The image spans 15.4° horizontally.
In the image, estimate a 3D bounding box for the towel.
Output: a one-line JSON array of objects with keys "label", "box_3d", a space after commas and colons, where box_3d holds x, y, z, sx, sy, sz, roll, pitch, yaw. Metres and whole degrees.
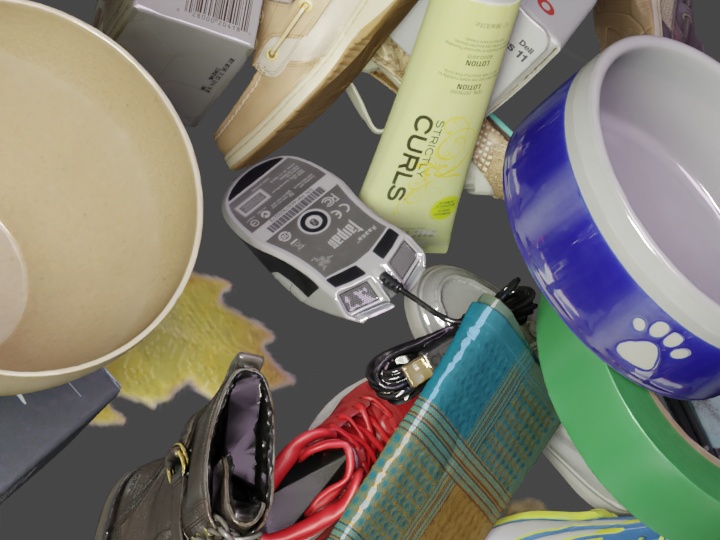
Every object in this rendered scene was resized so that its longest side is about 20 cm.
[{"label": "towel", "box_3d": [0.041, 0.124, 1.492, 0.022, 0.147, 0.200, 26, 74, 31]}]

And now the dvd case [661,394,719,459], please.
[{"label": "dvd case", "box_3d": [0.217, 0.029, 1.657, 0.146, 0.022, 0.200, -4, 65, -48]}]

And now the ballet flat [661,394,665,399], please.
[{"label": "ballet flat", "box_3d": [0.191, 0.054, 1.668, 0.200, 0.046, 0.067, 49, 36, -6]}]

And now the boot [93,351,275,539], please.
[{"label": "boot", "box_3d": [-0.096, 0.158, 1.407, 0.069, 0.174, 0.200, 12, 65, -21]}]

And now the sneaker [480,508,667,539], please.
[{"label": "sneaker", "box_3d": [0.160, 0.166, 1.565, 0.200, 0.105, 0.076, 0, 69, -26]}]

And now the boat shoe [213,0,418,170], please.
[{"label": "boat shoe", "box_3d": [-0.027, -0.145, 1.569, 0.069, 0.200, 0.074, 45, 23, 6]}]

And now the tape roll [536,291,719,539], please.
[{"label": "tape roll", "box_3d": [0.191, 0.066, 1.544, 0.200, 0.048, 0.201, 26, 45, -29]}]

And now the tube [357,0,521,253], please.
[{"label": "tube", "box_3d": [0.046, -0.088, 1.578, 0.058, 0.200, 0.052, 24, 34, 8]}]

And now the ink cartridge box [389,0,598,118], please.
[{"label": "ink cartridge box", "box_3d": [0.079, -0.201, 1.653, 0.147, 0.083, 0.200, 44, 35, -3]}]

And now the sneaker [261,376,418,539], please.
[{"label": "sneaker", "box_3d": [0.000, 0.110, 1.507, 0.078, 0.116, 0.200, 48, 59, -1]}]

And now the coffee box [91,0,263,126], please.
[{"label": "coffee box", "box_3d": [-0.100, -0.205, 1.592, 0.080, 0.114, 0.200, 17, 62, -17]}]

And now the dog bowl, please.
[{"label": "dog bowl", "box_3d": [0.178, -0.030, 1.505, 0.200, 0.079, 0.200, 27, 44, -29]}]

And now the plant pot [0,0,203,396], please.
[{"label": "plant pot", "box_3d": [-0.194, -0.019, 1.336, 0.200, 0.134, 0.201, 9, 65, -20]}]

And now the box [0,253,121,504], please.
[{"label": "box", "box_3d": [-0.253, 0.081, 1.407, 0.148, 0.104, 0.200, 49, 57, 1]}]

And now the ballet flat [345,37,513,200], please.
[{"label": "ballet flat", "box_3d": [0.043, -0.096, 1.654, 0.065, 0.071, 0.200, -44, 88, -5]}]

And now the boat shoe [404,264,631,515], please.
[{"label": "boat shoe", "box_3d": [0.113, 0.067, 1.605, 0.200, 0.069, 0.072, 49, 58, 0]}]

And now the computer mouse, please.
[{"label": "computer mouse", "box_3d": [0.000, 0.000, 1.561, 0.110, 0.044, 0.200, -39, 55, -20]}]

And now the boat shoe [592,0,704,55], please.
[{"label": "boat shoe", "box_3d": [0.189, -0.135, 1.710, 0.065, 0.072, 0.200, 25, 41, -20]}]
